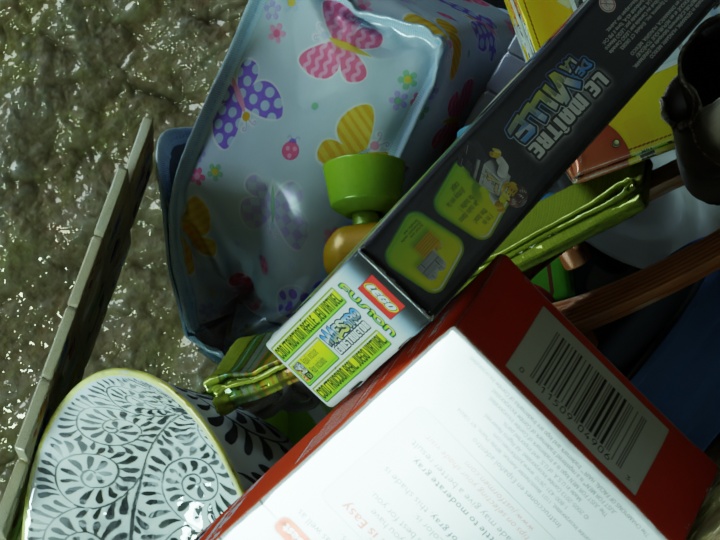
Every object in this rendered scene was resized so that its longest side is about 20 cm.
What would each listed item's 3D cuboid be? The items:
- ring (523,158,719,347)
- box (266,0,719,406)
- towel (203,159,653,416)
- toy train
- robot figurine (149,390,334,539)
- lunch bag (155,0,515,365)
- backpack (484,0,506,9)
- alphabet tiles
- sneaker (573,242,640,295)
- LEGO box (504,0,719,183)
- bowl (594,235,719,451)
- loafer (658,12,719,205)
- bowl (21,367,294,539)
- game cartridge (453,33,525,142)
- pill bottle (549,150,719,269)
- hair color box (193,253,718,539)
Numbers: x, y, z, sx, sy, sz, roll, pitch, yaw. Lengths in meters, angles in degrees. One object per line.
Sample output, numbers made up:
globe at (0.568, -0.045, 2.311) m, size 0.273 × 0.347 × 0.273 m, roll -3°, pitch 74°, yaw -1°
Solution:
ring at (0.119, -0.012, 1.101) m, size 0.200 × 0.019 × 0.200 m, roll -27°, pitch 11°, yaw 6°
box at (0.055, -0.044, 1.008) m, size 0.200 × 0.035 × 0.110 m, roll -47°, pitch 1°, yaw -27°
towel at (0.029, 0.001, 1.175) m, size 0.199 × 0.018 × 0.086 m, roll -26°, pitch 11°, yaw 13°
toy train at (0.000, 0.000, 1.272) m, size 0.199 × 0.116 × 0.085 m, roll -8°, pitch -14°, yaw 8°
robot figurine at (-0.060, 0.116, 1.370) m, size 0.199 × 0.116 × 0.176 m, roll -24°, pitch -41°, yaw -24°
lunch bag at (-0.018, -0.054, 1.410) m, size 0.201 × 0.127 × 0.169 m, roll -66°, pitch -16°, yaw 15°
backpack at (0.150, -0.152, 1.626) m, size 0.153 × 0.176 × 0.200 m, roll -28°, pitch -10°, yaw -41°
alphabet tiles at (-0.132, 0.032, 1.310) m, size 0.166 × 0.006 × 0.201 m, roll 112°, pitch 177°, yaw -79°
sneaker at (0.135, -0.043, 1.436) m, size 0.082 × 0.070 × 0.200 m, roll -48°, pitch 4°, yaw 39°
LEGO box at (0.155, -0.141, 1.158) m, size 0.199 × 0.150 × 0.077 m, roll -19°, pitch 7°, yaw 3°
bowl at (0.089, 0.065, 1.118) m, size 0.201 × 0.039 × 0.201 m, roll -46°, pitch 5°, yaw 5°
loafer at (0.150, -0.066, 1.028) m, size 0.073 × 0.071 × 0.200 m, roll -28°, pitch 11°, yaw -3°
bowl at (-0.058, 0.138, 1.223) m, size 0.094 × 0.202 × 0.201 m, roll -5°, pitch -23°, yaw -36°
game cartridge at (0.069, -0.046, 1.421) m, size 0.130 × 0.038 × 0.200 m, roll -64°, pitch -8°, yaw -4°
pill bottle at (0.172, -0.105, 1.329) m, size 0.200 × 0.120 × 0.120 m, roll -48°, pitch 5°, yaw -30°
hair color box at (0.018, 0.100, 1.010) m, size 0.200 × 0.111 × 0.064 m, roll -43°, pitch 4°, yaw 32°
